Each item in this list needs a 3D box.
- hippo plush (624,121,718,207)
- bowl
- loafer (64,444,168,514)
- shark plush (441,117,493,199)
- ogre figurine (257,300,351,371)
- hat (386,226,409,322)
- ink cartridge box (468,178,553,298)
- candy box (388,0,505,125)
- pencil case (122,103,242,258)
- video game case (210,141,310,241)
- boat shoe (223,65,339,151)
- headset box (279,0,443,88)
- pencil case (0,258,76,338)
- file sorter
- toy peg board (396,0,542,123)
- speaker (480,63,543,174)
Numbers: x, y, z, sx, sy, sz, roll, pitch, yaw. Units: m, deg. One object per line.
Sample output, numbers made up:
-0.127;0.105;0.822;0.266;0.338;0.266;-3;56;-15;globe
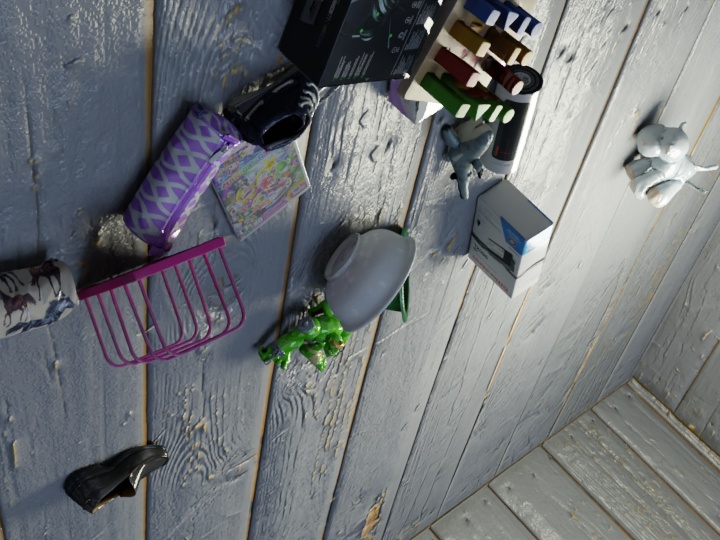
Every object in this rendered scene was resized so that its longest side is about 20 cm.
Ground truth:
0.704;-0.250;2.488;0.160;0.198;0.161;-60;151;-20;hippo plush
0.000;0.000;1.860;0.090;0.201;0.202;36;101;-19;bowl
-0.407;0.362;1.849;0.199;0.072;0.073;-21;144;-42;loafer
0.187;-0.194;1.910;0.090;0.083;0.201;-25;148;-35;shark plush
-0.085;0.123;1.961;0.198;0.099;0.120;18;133;-35;ogre figurine
0.001;0.021;2.003;0.166;0.174;0.203;42;48;-79;hat
0.304;-0.061;2.200;0.084;0.145;0.201;-31;150;-22;ink cartridge box
0.137;-0.343;1.638;0.199;0.072;0.169;-35;152;-22;candy box
-0.230;-0.119;1.405;0.084;0.086;0.201;12;120;-52;pencil case
-0.148;-0.139;1.574;0.143;0.018;0.201;-39;153;-12;video game case
-0.080;-0.223;1.450;0.199;0.093;0.075;-34;135;-21;boat shoe
0.005;-0.343;1.419;0.199;0.093;0.175;-17;143;-44;headset box
-0.446;0.039;1.317;0.199;0.090;0.078;-17;149;-47;pencil case
-0.264;0.050;1.444;0.138;0.127;0.199;-24;-174;-36;file sorter
0.185;-0.310;1.563;0.199;0.098;0.200;-6;133;-53;toy peg board
0.269;-0.268;1.929;0.081;0.081;0.201;-30;151;-27;speaker
